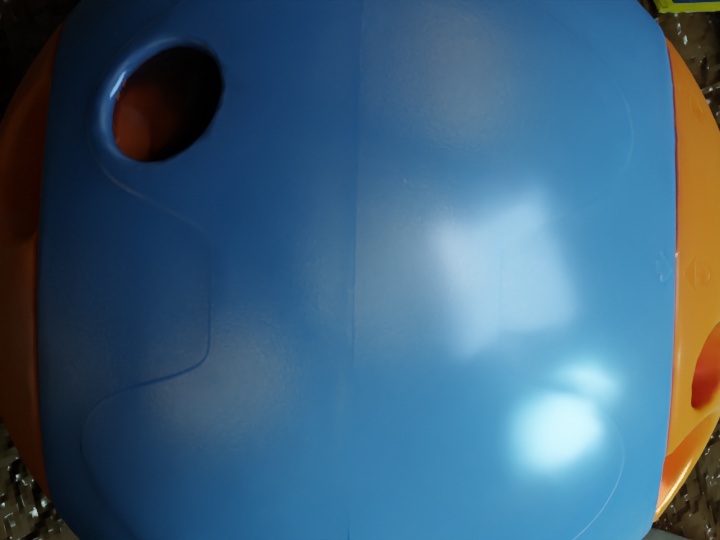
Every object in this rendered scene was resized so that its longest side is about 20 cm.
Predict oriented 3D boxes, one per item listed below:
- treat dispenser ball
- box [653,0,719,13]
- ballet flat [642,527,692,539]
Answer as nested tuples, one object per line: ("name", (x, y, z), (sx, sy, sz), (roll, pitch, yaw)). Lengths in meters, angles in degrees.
("treat dispenser ball", (0.000, 0.000, 0.779), (0.200, 0.200, 0.202), (-2, 94, -41))
("box", (0.166, -0.171, 1.016), (0.200, 0.064, 0.070), (-45, 120, -31))
("ballet flat", (0.141, 0.141, 1.010), (0.200, 0.064, 0.068), (34, 70, -37))
